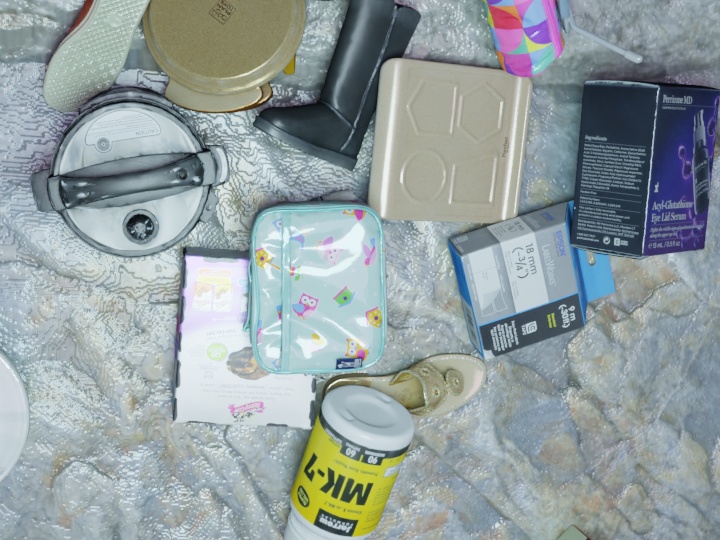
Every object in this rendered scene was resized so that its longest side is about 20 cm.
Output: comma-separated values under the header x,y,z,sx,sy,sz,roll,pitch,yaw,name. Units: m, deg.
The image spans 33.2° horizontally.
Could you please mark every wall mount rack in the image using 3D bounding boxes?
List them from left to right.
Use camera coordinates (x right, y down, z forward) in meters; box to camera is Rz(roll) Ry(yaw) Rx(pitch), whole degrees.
x,y,z,sx,sy,sz,roll,pitch,yaw,name
0.255,-0.326,1.356,0.074,0.200,0.174,-16,62,8,wall mount rack

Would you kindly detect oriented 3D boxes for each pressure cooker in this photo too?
x,y,z,sx,sy,sz,roll,pitch,yaw,name
-0.244,-0.103,1.308,0.178,0.200,0.176,38,92,-13,pressure cooker

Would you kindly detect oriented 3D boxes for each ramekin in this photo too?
x,y,z,sx,sy,sz,roll,pitch,yaw,name
-0.473,0.157,1.364,0.201,0.094,0.203,-2,99,-11,ramekin

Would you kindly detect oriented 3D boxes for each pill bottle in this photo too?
x,y,z,sx,sy,sz,roll,pitch,yaw,name
-0.018,0.248,1.435,0.114,0.114,0.201,14,114,-12,pill bottle

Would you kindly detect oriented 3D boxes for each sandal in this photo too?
x,y,z,sx,sy,sz,roll,pitch,yaw,name
0.062,0.153,1.474,0.211,0.070,0.078,-6,101,-10,sandal

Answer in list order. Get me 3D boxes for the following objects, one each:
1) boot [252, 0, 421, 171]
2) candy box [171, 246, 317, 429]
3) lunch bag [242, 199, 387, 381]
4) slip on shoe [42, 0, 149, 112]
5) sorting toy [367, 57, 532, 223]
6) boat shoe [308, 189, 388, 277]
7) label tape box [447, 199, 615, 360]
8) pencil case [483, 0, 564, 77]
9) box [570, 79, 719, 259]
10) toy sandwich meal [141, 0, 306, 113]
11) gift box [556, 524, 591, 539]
x,y,z,sx,sy,sz,roll,pitch,yaw,name
-0.026,-0.228,1.368,0.165,0.066,0.201,15,103,-54,boot
-0.133,0.080,1.425,0.167,0.072,0.201,4,98,-11,candy box
-0.053,0.023,1.355,0.160,0.077,0.201,-2,98,-11,lunch bag
-0.291,-0.265,1.347,0.074,0.061,0.200,24,108,-26,slip on shoe
0.105,-0.151,1.433,0.199,0.036,0.186,1,99,-26,sorting toy
0.000,0.000,1.441,0.070,0.071,0.201,-19,96,-4,boat shoe
0.220,0.005,1.472,0.199,0.063,0.145,-18,113,-6,label tape box
0.179,-0.317,1.370,0.088,0.088,0.200,-28,134,-5,pencil case
0.338,-0.123,1.431,0.148,0.104,0.201,-8,105,-45,box
-0.150,-0.274,1.363,0.204,0.070,0.206,0,80,2,toy sandwich meal
0.287,0.469,1.513,0.187,0.185,0.200,-42,98,-3,gift box
